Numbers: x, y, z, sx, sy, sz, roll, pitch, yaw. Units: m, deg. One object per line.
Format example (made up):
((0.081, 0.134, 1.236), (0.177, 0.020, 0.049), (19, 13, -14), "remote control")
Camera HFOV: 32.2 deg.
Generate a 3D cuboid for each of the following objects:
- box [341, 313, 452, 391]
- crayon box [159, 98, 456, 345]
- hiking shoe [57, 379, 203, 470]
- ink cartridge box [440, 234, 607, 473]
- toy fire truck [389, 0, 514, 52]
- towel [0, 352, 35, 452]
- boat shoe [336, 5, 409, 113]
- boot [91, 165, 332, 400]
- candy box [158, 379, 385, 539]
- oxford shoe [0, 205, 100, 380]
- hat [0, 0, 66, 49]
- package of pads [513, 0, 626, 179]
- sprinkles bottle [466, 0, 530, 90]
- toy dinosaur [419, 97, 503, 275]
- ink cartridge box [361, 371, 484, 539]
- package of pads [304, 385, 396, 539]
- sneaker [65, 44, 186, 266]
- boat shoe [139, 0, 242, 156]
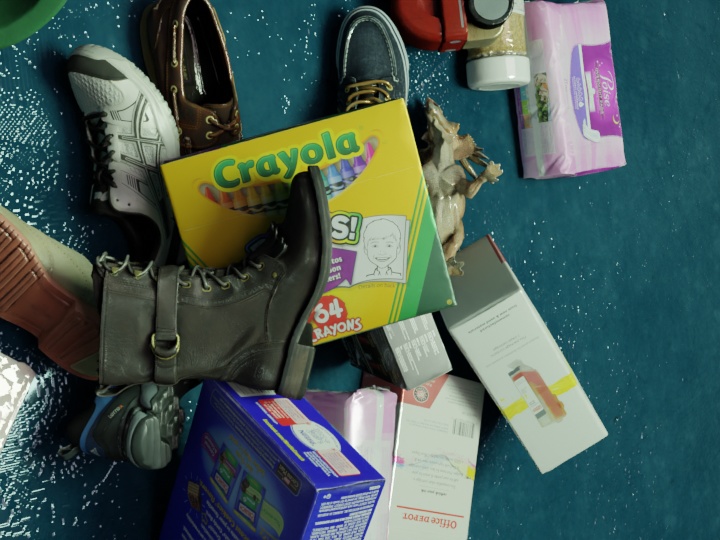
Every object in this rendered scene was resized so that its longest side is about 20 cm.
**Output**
((0.000, 0.000, 1.131), (0.050, 0.158, 0.200), (-25, 101, -16), "box")
((-0.041, -0.031, 1.009), (0.200, 0.058, 0.173), (-16, 101, -2), "crayon box")
((-0.175, 0.077, 1.036), (0.200, 0.087, 0.074), (-65, 153, -50), "hiking shoe")
((0.157, 0.084, 1.275), (0.083, 0.145, 0.200), (-31, 114, 5), "ink cartridge box")
((0.043, -0.308, 1.239), (0.200, 0.129, 0.176), (-6, 91, -2), "toy fire truck")
((-0.357, 0.115, 0.902), (0.200, 0.032, 0.191), (36, 64, -35), "towel")
((0.011, -0.157, 1.191), (0.091, 0.071, 0.201), (-26, 111, -82), "boat shoe")
((-0.115, 0.009, 0.943), (0.174, 0.069, 0.200), (8, 98, -7), "boot")
((-0.081, 0.206, 1.001), (0.077, 0.169, 0.200), (1, 117, -40), "candy box")
((-0.260, 0.001, 0.985), (0.200, 0.071, 0.074), (49, 22, -20), "oxford shoe")
((-0.308, -0.293, 0.979), (0.166, 0.176, 0.200), (34, 104, -37), "hat")
((0.232, -0.206, 1.411), (0.120, 0.076, 0.200), (-12, 95, -40), "package of pads")
((0.142, -0.297, 1.341), (0.068, 0.068, 0.200), (-4, 90, -41), "sprinkles bottle")
((0.082, -0.067, 1.276), (0.086, 0.136, 0.200), (16, 101, -2), "toy dinosaur")
((0.051, 0.200, 1.235), (0.116, 0.067, 0.200), (18, 74, -39), "ink cartridge box")
((-0.035, 0.201, 1.109), (0.076, 0.120, 0.200), (12, 79, -51), "package of pads")
((-0.193, -0.087, 1.030), (0.088, 0.076, 0.200), (-42, 113, -33), "sneaker")
((-0.139, -0.142, 1.085), (0.070, 0.070, 0.200), (-25, 105, -40), "boat shoe")
